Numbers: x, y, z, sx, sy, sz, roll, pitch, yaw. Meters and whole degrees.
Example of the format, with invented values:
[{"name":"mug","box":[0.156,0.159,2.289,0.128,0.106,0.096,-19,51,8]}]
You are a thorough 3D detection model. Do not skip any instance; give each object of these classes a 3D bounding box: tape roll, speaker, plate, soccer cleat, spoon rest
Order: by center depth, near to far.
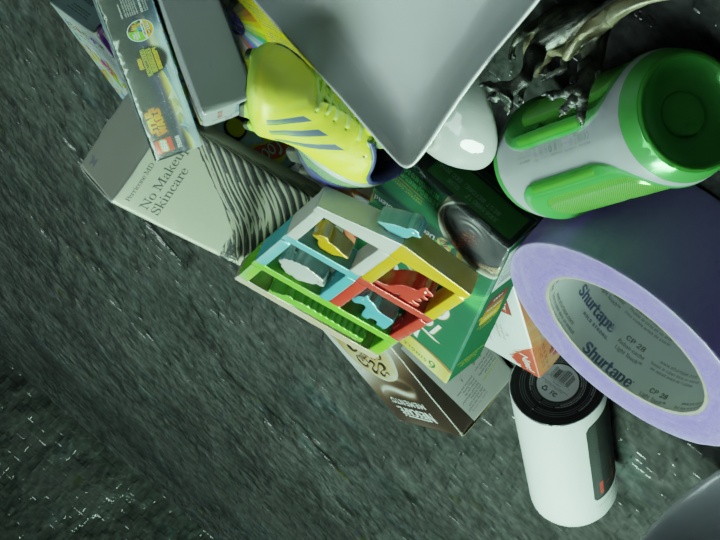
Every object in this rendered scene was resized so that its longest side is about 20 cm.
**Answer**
[{"name":"plate","box":[0.016,-0.194,1.273,0.200,0.032,0.200,49,138,11]},{"name":"speaker","box":[0.156,-0.082,1.277,0.088,0.088,0.200,46,161,-11]},{"name":"spoon rest","box":[0.035,-0.156,1.353,0.200,0.061,0.099,60,160,-6]},{"name":"soccer cleat","box":[-0.022,-0.104,1.381,0.084,0.065,0.200,7,168,18]},{"name":"tape roll","box":[0.206,0.023,1.414,0.200,0.085,0.200,38,162,15]},{"name":"speaker","box":[0.174,0.142,1.748,0.081,0.081,0.200,33,159,26]}]

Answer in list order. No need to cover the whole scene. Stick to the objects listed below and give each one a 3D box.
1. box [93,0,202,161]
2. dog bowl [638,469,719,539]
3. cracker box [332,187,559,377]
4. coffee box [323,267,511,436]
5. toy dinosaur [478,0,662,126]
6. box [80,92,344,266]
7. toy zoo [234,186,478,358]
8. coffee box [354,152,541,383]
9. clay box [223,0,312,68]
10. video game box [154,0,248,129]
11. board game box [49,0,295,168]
[{"name":"box","box":[-0.167,-0.192,1.436,0.200,0.040,0.137,74,175,-46]},{"name":"dog bowl","box":[0.274,0.242,1.581,0.079,0.200,0.200,42,162,-8]},{"name":"cracker box","box":[0.073,-0.012,1.643,0.200,0.058,0.134,29,156,33]},{"name":"coffee box","box":[0.030,0.046,1.825,0.200,0.080,0.113,50,159,-23]},{"name":"toy dinosaur","box":[0.126,-0.130,1.225,0.047,0.088,0.200,42,163,-16]},{"name":"box","box":[-0.110,-0.060,1.590,0.200,0.082,0.068,25,-167,-40]},{"name":"toy zoo","box":[0.000,0.000,1.514,0.131,0.020,0.200,30,152,-13]},{"name":"coffee box","box":[0.056,-0.010,1.542,0.123,0.044,0.200,43,149,13]},{"name":"clay box","box":[-0.036,-0.159,1.474,0.115,0.048,0.200,30,158,21]},{"name":"video game box","box":[-0.127,-0.202,1.452,0.182,0.047,0.200,-172,62,-83]},{"name":"board game box","box":[-0.137,-0.159,1.645,0.200,0.103,0.105,55,170,-33]}]
